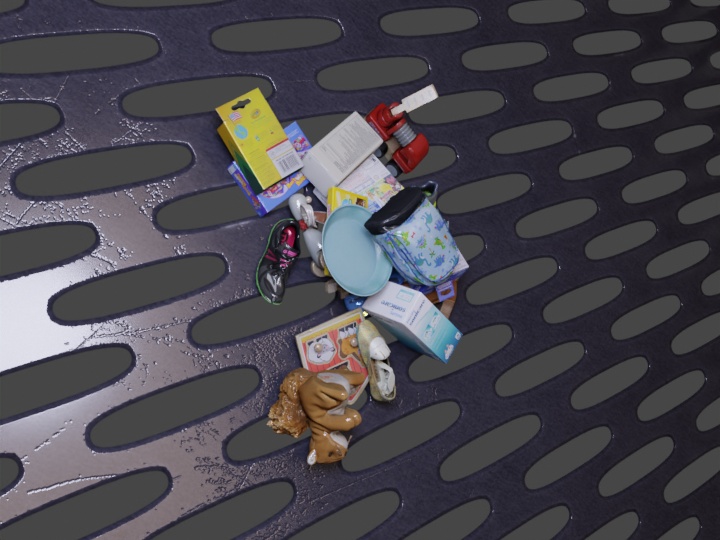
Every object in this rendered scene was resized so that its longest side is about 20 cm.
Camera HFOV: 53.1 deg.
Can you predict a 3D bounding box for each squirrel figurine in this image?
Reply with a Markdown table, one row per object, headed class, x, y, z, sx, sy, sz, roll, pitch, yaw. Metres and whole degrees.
| class | x | y | z | sx | sy | sz | roll | pitch | yaw |
| --- | --- | --- | --- | --- | --- | --- | --- | --- | --- |
| squirrel figurine | -0.097 | 0.317 | 1.554 | 0.196 | 0.142 | 0.190 | 9 | 102 | 9 |

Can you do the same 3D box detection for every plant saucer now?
| class | x | y | z | sx | sy | sz | roll | pitch | yaw |
| --- | --- | --- | --- | --- | --- | --- | --- | --- | --- |
| plant saucer | -0.014 | -0.041 | 1.562 | 0.198 | 0.036 | 0.204 | 12 | 71 | -37 |

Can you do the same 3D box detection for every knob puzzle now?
| class | x | y | z | sx | sy | sz | roll | pitch | yaw |
| --- | --- | --- | --- | --- | --- | --- | --- | --- | --- |
| knob puzzle | -0.042 | 0.211 | 1.634 | 0.216 | 0.030 | 0.224 | -2 | 93 | -28 |

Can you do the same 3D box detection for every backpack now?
| class | x | y | z | sx | sy | sz | roll | pitch | yaw |
| --- | --- | --- | --- | --- | --- | --- | --- | --- | --- |
| backpack | 0.127 | -0.059 | 1.581 | 0.163 | 0.153 | 0.202 | -39 | 121 | -28 |

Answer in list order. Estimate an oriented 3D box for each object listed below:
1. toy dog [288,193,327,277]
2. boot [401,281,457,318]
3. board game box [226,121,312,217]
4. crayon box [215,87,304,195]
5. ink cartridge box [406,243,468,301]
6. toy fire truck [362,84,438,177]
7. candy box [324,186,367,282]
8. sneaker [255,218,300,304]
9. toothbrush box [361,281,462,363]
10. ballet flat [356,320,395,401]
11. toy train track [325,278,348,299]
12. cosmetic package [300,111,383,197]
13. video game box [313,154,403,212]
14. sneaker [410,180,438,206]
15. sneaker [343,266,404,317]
| class | x | y | z | sx | sy | sz | roll | pitch | yaw |
| --- | --- | --- | --- | --- | --- | --- | --- | --- | --- |
| toy dog | -0.085 | -0.085 | 1.648 | 0.095 | 0.131 | 0.203 | -24 | 112 | -23 |
| boot | 0.174 | 0.021 | 1.791 | 0.199 | 0.073 | 0.157 | 32 | 69 | -46 |
| board game box | -0.189 | -0.235 | 1.660 | 0.199 | 0.045 | 0.136 | -40 | 100 | -31 |
| crayon box | -0.227 | -0.285 | 1.592 | 0.126 | 0.051 | 0.202 | -34 | 97 | -32 |
| ink cartridge box | 0.163 | -0.027 | 1.714 | 0.135 | 0.077 | 0.202 | -20 | 69 | -32 |
| toy fire truck | 0.116 | -0.352 | 1.777 | 0.177 | 0.199 | 0.129 | 49 | 60 | -12 |
| candy box | -0.030 | -0.078 | 1.601 | 0.101 | 0.026 | 0.204 | 13 | 69 | -33 |
| sneaker | -0.179 | -0.025 | 1.597 | 0.076 | 0.083 | 0.204 | 17 | 71 | -26 |
| toothbrush box | 0.120 | 0.117 | 1.665 | 0.200 | 0.145 | 0.086 | 41 | 75 | -39 |
| ballet flat | 0.043 | 0.209 | 1.643 | 0.070 | 0.070 | 0.204 | -23 | 111 | -32 |
| toy train track | 0.000 | 0.000 | 1.648 | 0.199 | 0.032 | 0.116 | -33 | 134 | -37 |
| cosmetic package | -0.046 | -0.274 | 1.684 | 0.105 | 0.071 | 0.200 | 47 | 52 | -3 |
| video game box | 0.015 | -0.174 | 1.729 | 0.182 | 0.047 | 0.199 | 47 | 53 | 11 |
| sneaker | 0.110 | -0.154 | 1.675 | 0.074 | 0.082 | 0.199 | 37 | 48 | 22 |
| sneaker | 0.038 | 0.031 | 1.724 | 0.200 | 0.066 | 0.079 | -40 | 101 | -30 |
